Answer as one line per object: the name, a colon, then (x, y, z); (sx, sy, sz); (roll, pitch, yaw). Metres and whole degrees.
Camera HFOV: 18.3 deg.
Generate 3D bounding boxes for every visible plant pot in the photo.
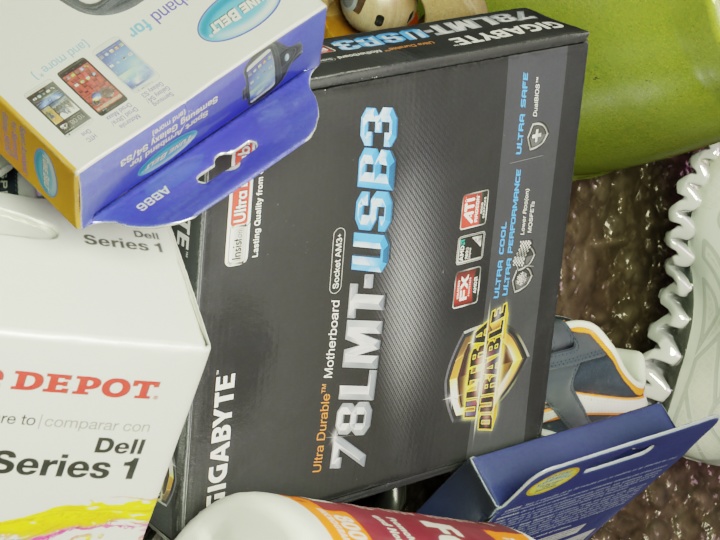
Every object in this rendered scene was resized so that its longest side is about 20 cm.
plant pot: (0.145, -0.139, 1.089); (0.200, 0.193, 0.201); (-1, 92, -38)

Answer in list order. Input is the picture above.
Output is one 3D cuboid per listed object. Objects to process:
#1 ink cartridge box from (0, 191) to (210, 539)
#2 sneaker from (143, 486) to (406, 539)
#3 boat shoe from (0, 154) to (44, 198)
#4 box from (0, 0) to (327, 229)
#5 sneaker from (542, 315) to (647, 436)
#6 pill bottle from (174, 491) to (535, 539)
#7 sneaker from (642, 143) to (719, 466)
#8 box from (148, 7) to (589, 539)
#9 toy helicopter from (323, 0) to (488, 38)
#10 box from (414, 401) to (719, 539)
ink cartridge box: (-0.157, 0.074, 0.848); (0.145, 0.084, 0.200); (6, 124, -24)
sneaker: (-0.059, 0.124, 0.998); (0.200, 0.098, 0.071); (-30, 111, -33)
boat shoe: (-0.146, -0.032, 0.871); (0.200, 0.067, 0.074); (-16, 106, -33)
box: (-0.107, -0.103, 0.821); (0.119, 0.200, 0.041); (-37, 155, -26)
sneaker: (0.068, 0.054, 1.110); (0.200, 0.078, 0.080); (17, 84, -45)
pill bottle: (0.021, 0.157, 0.921); (0.200, 0.114, 0.114); (13, 84, -42)
sneaker: (0.198, 0.009, 1.175); (0.075, 0.081, 0.200); (-17, 123, -57)
box: (0.000, 0.000, 0.935); (0.198, 0.050, 0.200); (-13, 119, -38)
toy helicopter: (-0.022, -0.148, 0.974); (0.200, 0.132, 0.079); (40, 45, -23)
box: (0.071, 0.118, 1.050); (0.121, 0.200, 0.032); (-12, 65, -38)
